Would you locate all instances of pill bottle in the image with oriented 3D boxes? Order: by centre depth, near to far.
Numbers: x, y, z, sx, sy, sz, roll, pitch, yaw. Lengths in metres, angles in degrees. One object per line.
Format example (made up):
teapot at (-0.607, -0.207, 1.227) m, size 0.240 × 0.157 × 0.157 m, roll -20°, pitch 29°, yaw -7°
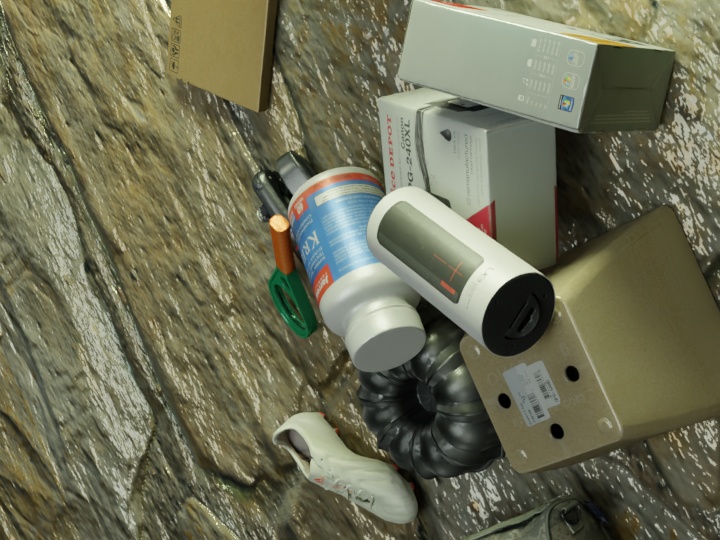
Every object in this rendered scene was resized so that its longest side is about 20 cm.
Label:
pill bottle at (0.000, 0.000, 1.423) m, size 0.113 × 0.111 × 0.202 m, roll -52°, pitch 47°, yaw 39°

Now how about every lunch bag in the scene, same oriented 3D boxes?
lunch bag at (0.181, 0.336, 1.394) m, size 0.199 × 0.139 × 0.169 m, roll -32°, pitch 83°, yaw 42°

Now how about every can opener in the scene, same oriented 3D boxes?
can opener at (-0.058, -0.036, 1.538) m, size 0.078 × 0.063 × 0.202 m, roll -37°, pitch 78°, yaw 42°

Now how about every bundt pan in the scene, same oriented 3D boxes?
bundt pan at (0.073, 0.138, 1.471) m, size 0.200 × 0.075 × 0.205 m, roll 16°, pitch 115°, yaw 38°

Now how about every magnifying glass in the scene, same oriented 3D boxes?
magnifying glass at (-0.082, 0.007, 1.541) m, size 0.080 × 0.022 × 0.201 m, roll 46°, pitch 160°, yaw 30°

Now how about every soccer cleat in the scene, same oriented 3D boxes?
soccer cleat at (-0.019, 0.239, 1.584) m, size 0.199 × 0.077 × 0.070 m, roll 34°, pitch 124°, yaw 28°

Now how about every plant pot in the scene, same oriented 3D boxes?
plant pot at (0.212, 0.083, 1.257) m, size 0.199 × 0.176 × 0.202 m, roll -28°, pitch 85°, yaw 42°

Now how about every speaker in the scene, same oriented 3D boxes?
speaker at (0.087, -0.002, 1.206) m, size 0.200 × 0.080 × 0.082 m, roll 41°, pitch 130°, yaw 50°

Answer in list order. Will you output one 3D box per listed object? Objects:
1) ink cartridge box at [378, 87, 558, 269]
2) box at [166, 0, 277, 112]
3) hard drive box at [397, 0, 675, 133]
ink cartridge box at (0.102, -0.091, 1.313) m, size 0.199 × 0.082 × 0.147 m, roll 27°, pitch 127°, yaw 57°
box at (-0.161, -0.303, 1.569) m, size 0.162 × 0.021 × 0.203 m, roll 26°, pitch 119°, yaw 34°
hard drive box at (0.159, -0.186, 1.224) m, size 0.198 × 0.155 × 0.078 m, roll 21°, pitch 107°, yaw 34°
